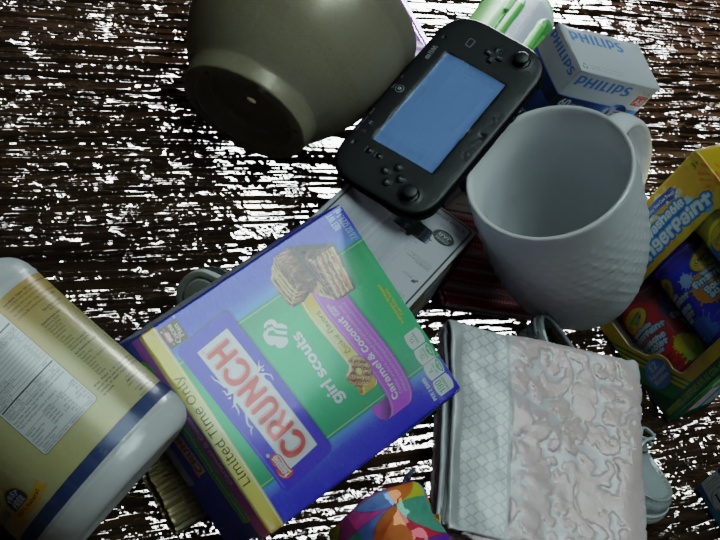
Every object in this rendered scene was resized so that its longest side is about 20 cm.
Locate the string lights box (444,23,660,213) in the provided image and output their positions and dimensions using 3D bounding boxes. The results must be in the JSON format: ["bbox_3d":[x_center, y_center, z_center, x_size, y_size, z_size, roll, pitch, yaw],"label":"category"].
[{"bbox_3d":[0.162,-0.131,1.808,0.103,0.200,0.059,8,50,-38],"label":"string lights box"}]

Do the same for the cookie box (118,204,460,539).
[{"bbox_3d":[-0.055,0.075,1.462,0.200,0.075,0.171,-35,93,-31],"label":"cookie box"}]

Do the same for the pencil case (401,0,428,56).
[{"bbox_3d":[0.035,-0.210,1.889,0.084,0.085,0.200,27,28,-45],"label":"pencil case"}]

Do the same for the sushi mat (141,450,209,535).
[{"bbox_3d":[-0.082,0.110,1.489,0.200,0.012,0.096,-28,88,-32],"label":"sushi mat"}]

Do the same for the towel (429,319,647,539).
[{"bbox_3d":[0.149,0.146,1.643,0.191,0.032,0.200,14,58,-19],"label":"towel"}]

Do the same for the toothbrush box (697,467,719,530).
[{"bbox_3d":[0.406,0.230,1.736,0.085,0.146,0.200,0,52,-40],"label":"toothbrush box"}]

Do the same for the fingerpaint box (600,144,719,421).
[{"bbox_3d":[0.310,0.011,1.827,0.073,0.200,0.167,-14,63,-47],"label":"fingerpaint box"}]

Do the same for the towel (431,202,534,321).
[{"bbox_3d":[0.096,-0.039,1.843,0.145,0.022,0.200,8,50,-38],"label":"towel"}]

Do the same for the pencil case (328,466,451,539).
[{"bbox_3d":[0.058,0.247,1.480,0.088,0.088,0.200,-10,61,-45],"label":"pencil case"}]

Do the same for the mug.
[{"bbox_3d":[0.196,-0.051,1.758,0.148,0.175,0.200,24,64,31],"label":"mug"}]

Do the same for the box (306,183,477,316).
[{"bbox_3d":[0.000,0.000,1.673,0.117,0.060,0.200,35,39,6],"label":"box"}]

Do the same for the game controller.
[{"bbox_3d":[0.068,-0.131,1.713,0.104,0.042,0.200,35,67,12],"label":"game controller"}]

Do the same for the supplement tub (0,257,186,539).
[{"bbox_3d":[-0.232,0.082,1.346,0.200,0.144,0.144,41,38,2],"label":"supplement tub"}]

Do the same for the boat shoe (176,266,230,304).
[{"bbox_3d":[-0.057,0.064,1.570,0.200,0.074,0.060,40,38,-5],"label":"boat shoe"}]

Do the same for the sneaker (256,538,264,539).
[{"bbox_3d":[-0.103,0.247,1.361,0.090,0.075,0.200,44,31,18],"label":"sneaker"}]

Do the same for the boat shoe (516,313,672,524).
[{"bbox_3d":[0.200,0.130,1.727,0.074,0.065,0.202,-20,67,-48],"label":"boat shoe"}]

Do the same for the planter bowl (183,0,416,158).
[{"bbox_3d":[-0.069,-0.183,1.730,0.200,0.200,0.135,34,65,-8],"label":"planter bowl"}]

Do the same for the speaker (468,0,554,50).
[{"bbox_3d":[0.131,-0.216,1.994,0.088,0.088,0.200,39,38,-2],"label":"speaker"}]
